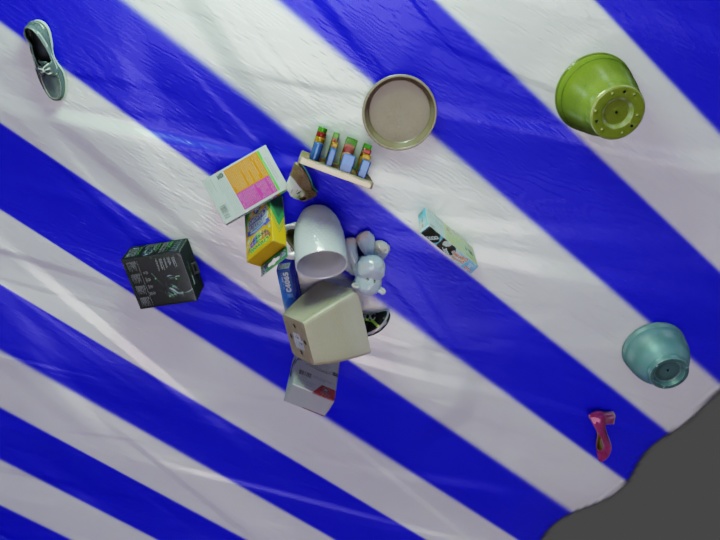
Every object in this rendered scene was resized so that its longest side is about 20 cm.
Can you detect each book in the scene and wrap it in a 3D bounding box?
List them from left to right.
[{"bbox_3d":[-0.310,-0.231,1.655,0.199,0.048,0.135,-29,88,-4],"label":"book"}]

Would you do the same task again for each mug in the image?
[{"bbox_3d":[-0.141,-0.086,1.708,0.197,0.177,0.148,-6,149,-4],"label":"mug"}]

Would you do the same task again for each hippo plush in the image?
[{"bbox_3d":[0.000,0.000,1.767,0.157,0.161,0.202,13,115,-7],"label":"hippo plush"}]

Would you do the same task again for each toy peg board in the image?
[{"bbox_3d":[-0.054,-0.304,1.597,0.198,0.199,0.099,18,103,-8],"label":"toy peg board"}]

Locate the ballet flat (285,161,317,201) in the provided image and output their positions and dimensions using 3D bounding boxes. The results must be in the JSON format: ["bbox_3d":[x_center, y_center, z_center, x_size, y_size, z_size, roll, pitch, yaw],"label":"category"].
[{"bbox_3d":[-0.164,-0.229,1.643,0.072,0.200,0.068,-38,82,-2],"label":"ballet flat"}]

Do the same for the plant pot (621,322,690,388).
[{"bbox_3d":[0.944,0.283,1.913,0.197,0.135,0.203,1,119,2],"label":"plant pot"}]

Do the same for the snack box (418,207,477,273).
[{"bbox_3d":[0.249,-0.086,1.742,0.199,0.117,0.037,38,115,-17],"label":"snack box"}]

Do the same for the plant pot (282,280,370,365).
[{"bbox_3d":[-0.112,0.166,1.786,0.176,0.199,0.202,-23,110,-30],"label":"plant pot"}]

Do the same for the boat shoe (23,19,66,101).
[{"bbox_3d":[-0.814,-0.532,1.564,0.072,0.062,0.202,-1,119,2],"label":"boat shoe"}]

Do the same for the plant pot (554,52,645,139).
[{"bbox_3d":[0.603,-0.414,1.502,0.198,0.194,0.203,1,119,1],"label":"plant pot"}]

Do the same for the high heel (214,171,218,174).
[{"bbox_3d":[-0.312,-0.250,1.717,0.197,0.097,0.068,-7,157,-17],"label":"high heel"}]

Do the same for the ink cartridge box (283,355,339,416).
[{"bbox_3d":[-0.153,0.346,1.952,0.145,0.201,0.083,24,121,-11],"label":"ink cartridge box"}]

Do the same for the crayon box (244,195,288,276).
[{"bbox_3d":[-0.264,-0.102,1.691,0.051,0.202,0.125,20,139,-41],"label":"crayon box"}]

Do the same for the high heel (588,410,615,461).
[{"bbox_3d":[0.821,0.578,2.115,0.095,0.068,0.202,-1,115,-9],"label":"high heel"}]

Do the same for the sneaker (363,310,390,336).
[{"bbox_3d":[-0.003,0.165,1.918,0.198,0.072,0.083,-25,114,15],"label":"sneaker"}]

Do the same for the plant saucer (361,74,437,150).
[{"bbox_3d":[0.103,-0.418,1.612,0.197,0.030,0.202,1,119,1],"label":"plant saucer"}]

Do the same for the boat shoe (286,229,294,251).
[{"bbox_3d":[-0.157,-0.052,1.808,0.200,0.074,0.063,39,144,-24],"label":"boat shoe"}]

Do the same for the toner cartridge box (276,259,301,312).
[{"bbox_3d":[-0.212,0.062,1.855,0.043,0.095,0.202,-4,118,6],"label":"toner cartridge box"}]

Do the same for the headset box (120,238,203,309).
[{"bbox_3d":[-0.587,0.009,1.840,0.197,0.093,0.176,-9,118,7],"label":"headset box"}]
